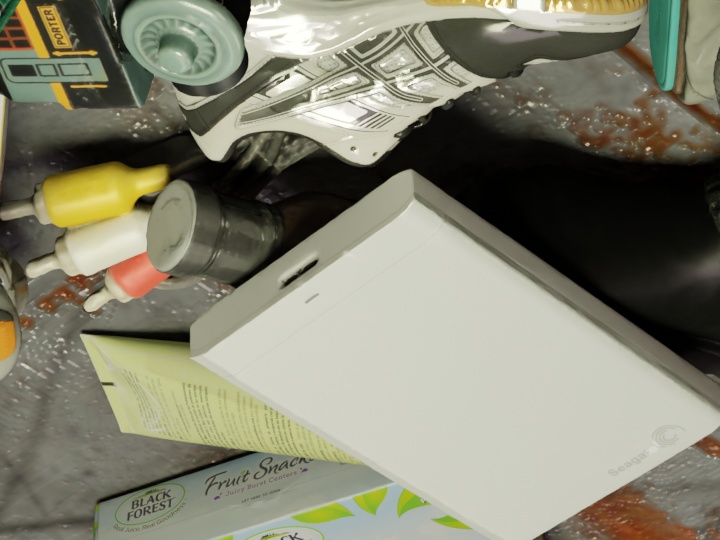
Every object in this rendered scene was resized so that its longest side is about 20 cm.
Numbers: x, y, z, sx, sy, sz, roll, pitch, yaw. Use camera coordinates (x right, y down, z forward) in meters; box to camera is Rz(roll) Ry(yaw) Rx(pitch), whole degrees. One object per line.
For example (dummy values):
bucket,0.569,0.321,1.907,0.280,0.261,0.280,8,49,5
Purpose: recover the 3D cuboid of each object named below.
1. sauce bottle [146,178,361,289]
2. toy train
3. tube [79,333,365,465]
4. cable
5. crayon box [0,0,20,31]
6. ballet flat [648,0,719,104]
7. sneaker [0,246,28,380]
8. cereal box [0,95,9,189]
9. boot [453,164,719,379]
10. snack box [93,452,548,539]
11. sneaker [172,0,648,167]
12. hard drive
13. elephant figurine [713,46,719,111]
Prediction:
sauce bottle,0.000,0.000,1.141,0.199,0.065,0.065,16,136,-34
toy train,-0.102,-0.135,0.911,0.113,0.086,0.200,-1,141,17
tube,-0.034,0.062,1.235,0.199,0.052,0.058,4,99,20
cable,-0.053,-0.037,1.132,0.199,0.051,0.097,-22,133,21
crayon box,-0.220,-0.118,0.889,0.199,0.058,0.119,34,139,-9
ballet flat,0.142,-0.142,1.015,0.063,0.068,0.200,-10,144,2
sneaker,-0.175,0.009,1.115,0.092,0.200,0.076,-2,100,-30
cereal box,-0.207,-0.106,1.027,0.143,0.040,0.201,7,136,-7
boot,0.159,-0.029,1.124,0.210,0.080,0.158,13,144,-31
snack box,-0.018,0.148,1.338,0.199,0.053,0.142,-19,134,19
sneaker,0.019,-0.087,1.049,0.199,0.076,0.088,-1,115,14
hard drive,0.044,0.044,1.117,0.132,0.026,0.200,-34,129,30
elephant figurine,0.158,-0.155,0.884,0.155,0.141,0.201,27,89,-28
